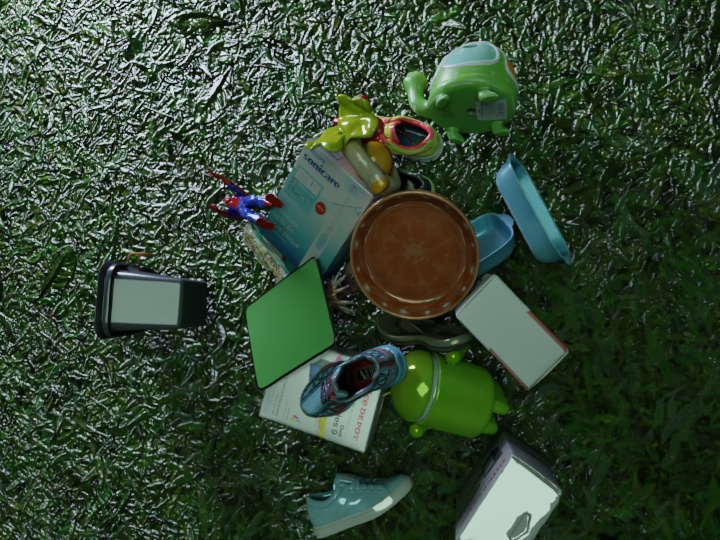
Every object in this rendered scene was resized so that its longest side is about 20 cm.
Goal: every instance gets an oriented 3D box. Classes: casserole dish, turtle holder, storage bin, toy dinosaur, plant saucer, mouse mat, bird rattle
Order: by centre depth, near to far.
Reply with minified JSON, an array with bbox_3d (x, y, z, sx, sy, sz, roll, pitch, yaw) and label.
[{"bbox_3d":[0.082,-0.024,0.830,0.195,0.032,0.205,4,111,9],"label":"plant saucer"},{"bbox_3d":[0.002,-0.182,0.838,0.112,0.200,0.165,-35,89,13],"label":"bird rattle"},{"bbox_3d":[0.277,-0.093,0.883,0.038,0.120,0.203,-31,81,28],"label":"casserole dish"},{"bbox_3d":[0.000,0.000,0.908,0.085,0.135,0.203,36,113,21],"label":"toy dinosaur"},{"bbox_3d":[0.172,-0.022,0.909,0.198,0.122,0.039,-32,119,6],"label":"casserole dish"},{"bbox_3d":[-0.123,0.090,0.911,0.199,0.007,0.164,-34,58,31],"label":"mouse mat"},{"bbox_3d":[0.176,-0.303,0.921,0.183,0.139,0.135,-12,61,46],"label":"turtle holder"},{"bbox_3d":[-0.354,0.045,0.957,0.131,0.200,0.150,3,87,-1],"label":"storage bin"}]

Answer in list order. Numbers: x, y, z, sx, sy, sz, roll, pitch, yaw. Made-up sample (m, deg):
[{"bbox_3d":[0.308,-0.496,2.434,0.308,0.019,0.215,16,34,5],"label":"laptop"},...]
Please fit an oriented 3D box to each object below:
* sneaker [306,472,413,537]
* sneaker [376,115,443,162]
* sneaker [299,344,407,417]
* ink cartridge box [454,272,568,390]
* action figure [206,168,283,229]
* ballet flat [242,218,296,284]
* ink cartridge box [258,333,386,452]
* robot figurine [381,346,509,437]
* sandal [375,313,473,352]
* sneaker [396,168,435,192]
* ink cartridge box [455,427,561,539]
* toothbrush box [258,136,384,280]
[{"bbox_3d":[-0.008,0.381,0.928,0.197,0.074,0.083,-28,86,6],"label":"sneaker"},{"bbox_3d":[0.047,-0.240,0.948,0.195,0.090,0.080,5,88,11],"label":"sneaker"},{"bbox_3d":[-0.029,0.169,0.832,0.198,0.095,0.081,-33,71,24],"label":"sneaker"},{"bbox_3d":[0.221,0.084,0.840,0.083,0.200,0.146,-45,84,6],"label":"ink cartridge box"},{"bbox_3d":[-0.218,-0.122,0.940,0.098,0.199,0.066,26,85,-32],"label":"action figure"},{"bbox_3d":[-0.144,-0.012,0.988,0.201,0.075,0.064,51,126,13],"label":"ballet flat"},{"bbox_3d":[-0.057,0.205,0.941,0.196,0.087,0.149,16,89,9],"label":"ink cartridge box"},{"bbox_3d":[0.136,0.198,0.877,0.196,0.116,0.178,16,116,-10],"label":"robot figurine"},{"bbox_3d":[0.102,0.086,0.887,0.079,0.199,0.059,-26,107,-35],"label":"sandal"},{"bbox_3d":[0.031,-0.152,0.948,0.195,0.085,0.077,0,86,10],"label":"sneaker"},{"bbox_3d":[0.216,0.338,0.820,0.087,0.200,0.147,33,93,10],"label":"ink cartridge box"},{"bbox_3d":[-0.061,-0.101,0.923,0.146,0.085,0.201,42,120,10],"label":"toothbrush box"}]
